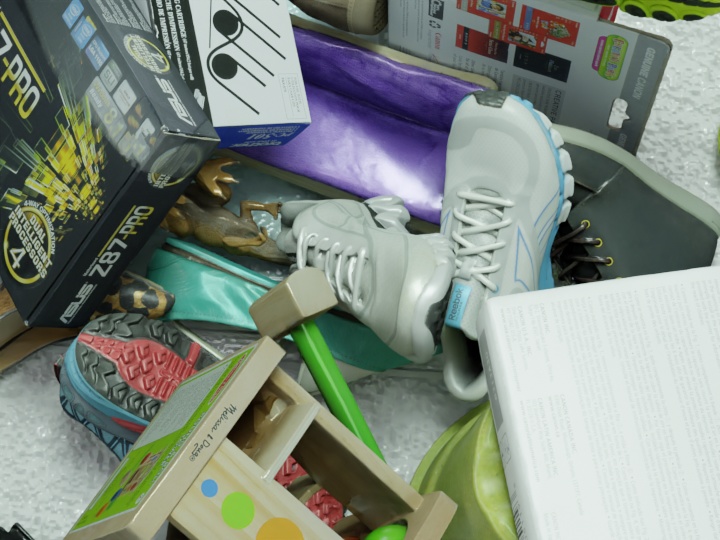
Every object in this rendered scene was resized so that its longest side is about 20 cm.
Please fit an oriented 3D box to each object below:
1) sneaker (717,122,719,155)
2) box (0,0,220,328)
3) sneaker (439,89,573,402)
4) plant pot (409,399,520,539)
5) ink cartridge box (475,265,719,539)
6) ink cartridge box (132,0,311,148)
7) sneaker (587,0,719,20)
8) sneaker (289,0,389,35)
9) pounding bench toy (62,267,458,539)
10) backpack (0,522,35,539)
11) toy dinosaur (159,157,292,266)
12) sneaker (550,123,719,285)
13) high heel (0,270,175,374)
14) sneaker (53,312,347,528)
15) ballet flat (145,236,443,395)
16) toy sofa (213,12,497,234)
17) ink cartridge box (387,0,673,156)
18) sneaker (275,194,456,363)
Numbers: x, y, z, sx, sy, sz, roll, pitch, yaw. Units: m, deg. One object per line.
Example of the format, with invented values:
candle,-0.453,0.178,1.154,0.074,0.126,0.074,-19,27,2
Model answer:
sneaker,0.303,-0.136,1.022,0.074,0.084,0.200,32,72,12
box,-0.180,-0.091,0.902,0.161,0.049,0.200,-47,59,26
sneaker,0.075,-0.007,0.890,0.075,0.200,0.087,13,38,25
plant pot,0.122,0.132,0.858,0.200,0.184,0.201,0,67,1
ink cartridge box,0.170,0.080,0.758,0.199,0.050,0.161,-7,68,-7
ink cartridge box,-0.098,-0.174,0.927,0.094,0.044,0.201,-5,78,-30
sneaker,0.112,-0.196,0.830,0.199,0.074,0.084,17,78,-3
sneaker,0.004,-0.211,1.014,0.075,0.071,0.200,20,25,8
pounding bench toy,-0.031,0.116,0.829,0.156,0.124,0.200,42,60,-11
backpack,-0.206,0.228,0.812,0.175,0.200,0.154,23,90,10
toy dinosaur,-0.116,-0.042,0.989,0.200,0.106,0.061,27,76,4
sneaker,0.140,-0.015,0.943,0.200,0.075,0.107,21,69,-24
high heel,-0.216,0.062,0.945,0.199,0.071,0.143,1,60,18
sneaker,-0.097,0.103,0.933,0.200,0.096,0.079,39,53,-11
ballet flat,-0.044,0.040,0.970,0.200,0.067,0.071,18,93,8
toy sofa,-0.011,-0.096,1.001,0.200,0.098,0.083,21,69,8
ink cartridge box,0.111,-0.153,0.967,0.175,0.200,0.084,22,70,8
sneaker,0.000,0.000,0.888,0.081,0.200,0.075,11,101,-16
